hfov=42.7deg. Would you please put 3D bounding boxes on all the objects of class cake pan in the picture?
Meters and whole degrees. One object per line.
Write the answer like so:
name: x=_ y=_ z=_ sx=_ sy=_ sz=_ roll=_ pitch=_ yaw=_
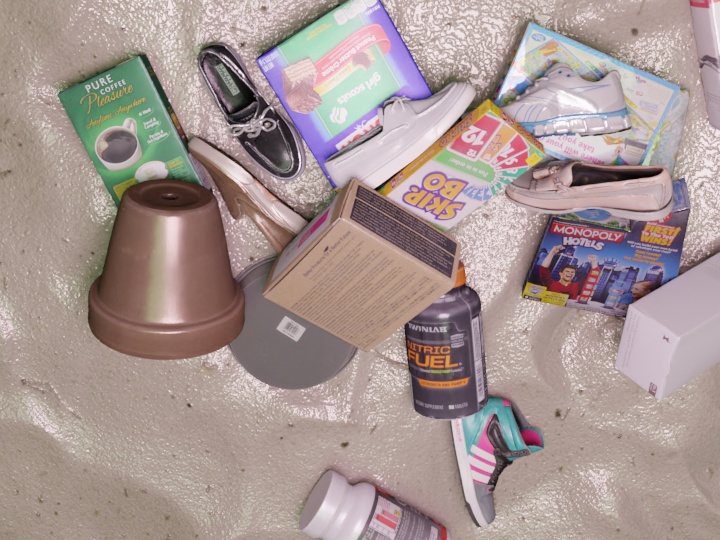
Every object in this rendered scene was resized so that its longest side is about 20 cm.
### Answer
cake pan: x=-0.094 y=0.077 z=1.261 sx=0.199 sy=0.037 sz=0.202 roll=0 pitch=107 yaw=1

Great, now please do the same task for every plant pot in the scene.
plant pot: x=-0.236 y=-0.014 z=1.140 sx=0.199 sy=0.200 sz=0.176 roll=8 pitch=115 yaw=-1

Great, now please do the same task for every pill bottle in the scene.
pill bottle: x=0.111 y=0.088 z=1.223 sx=0.106 sy=0.106 sz=0.201 roll=-6 pitch=107 yaw=3
pill bottle: x=0.020 y=0.375 z=1.312 sx=0.199 sy=0.116 sz=0.116 roll=32 pitch=106 yaw=-9

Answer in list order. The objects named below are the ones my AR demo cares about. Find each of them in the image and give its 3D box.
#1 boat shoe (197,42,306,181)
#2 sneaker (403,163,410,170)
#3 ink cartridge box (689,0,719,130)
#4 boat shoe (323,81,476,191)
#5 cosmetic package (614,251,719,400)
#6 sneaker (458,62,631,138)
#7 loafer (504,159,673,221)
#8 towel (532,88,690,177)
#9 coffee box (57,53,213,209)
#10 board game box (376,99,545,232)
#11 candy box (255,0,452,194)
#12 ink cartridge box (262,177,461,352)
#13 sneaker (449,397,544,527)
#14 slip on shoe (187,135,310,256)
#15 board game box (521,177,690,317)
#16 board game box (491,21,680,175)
boat shoe: x=-0.137 y=-0.195 z=1.158 sx=0.073 sy=0.068 sz=0.200 roll=-26 pitch=106 yaw=10
sneaker: x=0.074 y=-0.068 z=1.195 sx=0.115 sy=0.075 sz=0.200 roll=12 pitch=140 yaw=-39
ink cartridge box: x=0.487 y=-0.280 z=1.107 sx=0.145 sy=0.085 sz=0.201 roll=-14 pitch=105 yaw=6
boat shoe: x=0.043 y=-0.167 z=1.089 sx=0.200 sy=0.072 sz=0.069 roll=-36 pitch=106 yaw=19
cosmetic package: x=0.422 y=0.064 z=1.156 sx=0.199 sy=0.081 sz=0.113 roll=-22 pitch=135 yaw=-27
sneaker: x=0.212 y=-0.197 z=1.075 sx=0.199 sy=0.075 sz=0.087 roll=-5 pitch=93 yaw=0
loafer: x=0.268 y=-0.107 z=1.089 sx=0.199 sy=0.072 sz=0.063 roll=9 pitch=139 yaw=23
towel: x=0.304 y=-0.157 z=1.170 sx=0.199 sy=0.048 sz=0.172 roll=8 pitch=109 yaw=-1
coffee box: x=-0.286 y=-0.163 z=1.185 sx=0.122 sy=0.044 sz=0.201 roll=-23 pitch=106 yaw=9
board game box: x=0.108 y=-0.107 z=1.073 sx=0.095 sy=0.030 sz=0.200 roll=32 pitch=130 yaw=-28
candy box: x=-0.007 y=-0.220 z=1.142 sx=0.169 sy=0.077 sz=0.201 roll=-30 pitch=106 yaw=8
ink cartridge box: x=0.000 y=0.000 z=1.129 sx=0.164 sy=0.075 sz=0.200 roll=31 pitch=139 yaw=-17
sneaker: x=0.200 y=0.264 z=1.294 sx=0.120 sy=0.084 sz=0.201 roll=-8 pitch=106 yaw=14
slip on shoe: x=-0.150 y=-0.093 z=1.190 sx=0.200 sy=0.076 sz=0.061 roll=39 pitch=93 yaw=-18
board game box: x=0.325 y=-0.033 z=1.159 sx=0.199 sy=0.062 sz=0.201 roll=11 pitch=134 yaw=-1
board game box: x=0.265 y=-0.200 z=1.118 sx=0.199 sy=0.034 sz=0.135 roll=22 pitch=105 yaw=-5
